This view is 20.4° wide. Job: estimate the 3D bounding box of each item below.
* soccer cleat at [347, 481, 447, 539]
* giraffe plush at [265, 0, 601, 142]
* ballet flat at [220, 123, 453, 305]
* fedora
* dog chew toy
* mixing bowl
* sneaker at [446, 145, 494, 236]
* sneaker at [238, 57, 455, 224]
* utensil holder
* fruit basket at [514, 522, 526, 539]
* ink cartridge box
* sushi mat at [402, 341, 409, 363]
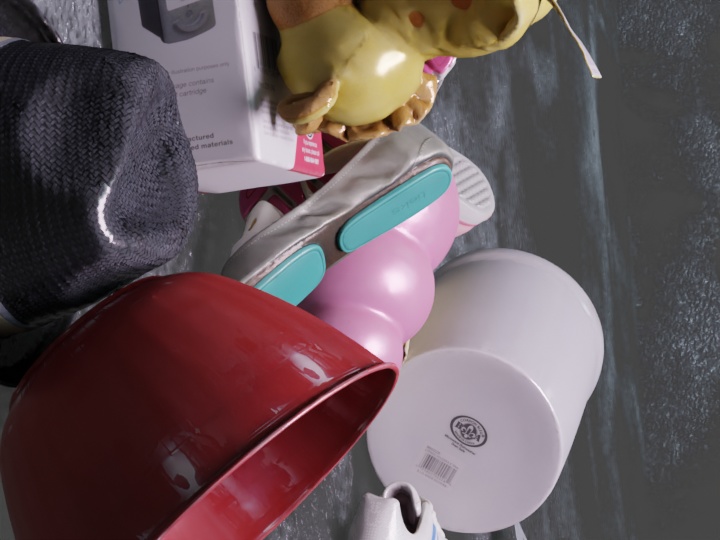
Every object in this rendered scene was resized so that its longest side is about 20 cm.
[{"bbox_3d":[0.041,0.203,1.504,0.200,0.069,0.087,20,76,-72],"label":"soccer cleat"},{"bbox_3d":[0.019,-0.149,1.113,0.172,0.161,0.201,31,31,-62],"label":"giraffe plush"},{"bbox_3d":[-0.032,-0.027,1.232,0.064,0.199,0.068,47,-17,24],"label":"ballet flat"},{"bbox_3d":[-0.131,-0.045,0.916,0.200,0.091,0.203,-7,90,-75],"label":"fedora"},{"bbox_3d":[0.000,0.000,1.369,0.125,0.123,0.202,60,35,-56],"label":"dog chew toy"},{"bbox_3d":[-0.089,0.073,0.908,0.109,0.200,0.200,47,10,11],"label":"mixing bowl"},{"bbox_3d":[-0.001,-0.075,1.501,0.200,0.104,0.076,35,40,-31],"label":"sneaker"},{"bbox_3d":[-0.002,-0.100,1.316,0.074,0.200,0.087,39,2,1],"label":"sneaker"},{"bbox_3d":[0.101,0.094,1.608,0.200,0.168,0.172,-57,138,-66],"label":"utensil holder"},{"bbox_3d":[0.170,0.345,1.964,0.186,0.093,0.201,69,5,-45],"label":"fruit basket"},{"bbox_3d":[-0.085,-0.151,1.158,0.147,0.085,0.202,7,75,-75],"label":"ink cartridge box"},{"bbox_3d":[0.027,0.041,1.545,0.096,0.012,0.201,-58,-172,32],"label":"sushi mat"}]
